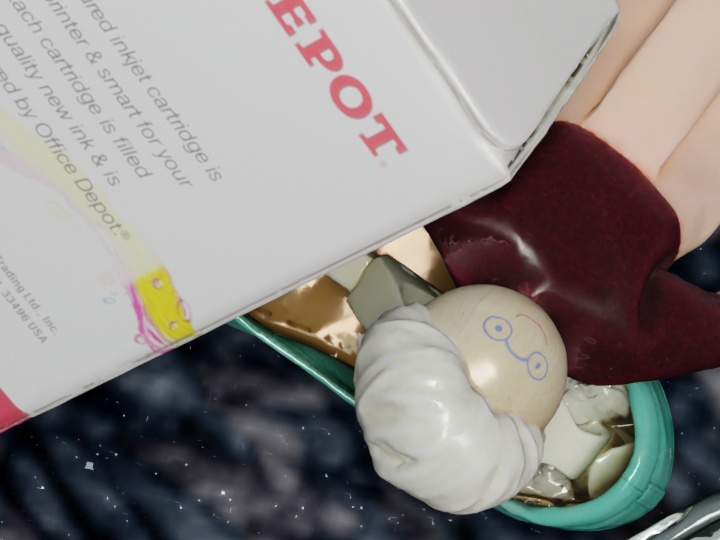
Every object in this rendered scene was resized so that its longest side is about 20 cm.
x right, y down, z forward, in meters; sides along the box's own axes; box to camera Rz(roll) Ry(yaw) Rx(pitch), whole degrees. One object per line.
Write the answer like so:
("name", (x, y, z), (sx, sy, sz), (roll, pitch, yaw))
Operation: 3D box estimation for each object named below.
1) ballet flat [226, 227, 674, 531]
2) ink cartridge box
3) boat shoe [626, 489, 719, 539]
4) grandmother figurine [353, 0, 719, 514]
("ballet flat", (0.000, 0.000, 0.776), (0.200, 0.070, 0.067), (35, 90, -2))
("ink cartridge box", (-0.064, -0.059, 0.683), (0.200, 0.086, 0.148), (-25, 107, 34))
("boat shoe", (0.075, 0.091, 0.772), (0.200, 0.062, 0.073), (-28, 55, -6))
("grandmother figurine", (0.058, -0.021, 0.741), (0.121, 0.061, 0.200), (32, 57, 5))
